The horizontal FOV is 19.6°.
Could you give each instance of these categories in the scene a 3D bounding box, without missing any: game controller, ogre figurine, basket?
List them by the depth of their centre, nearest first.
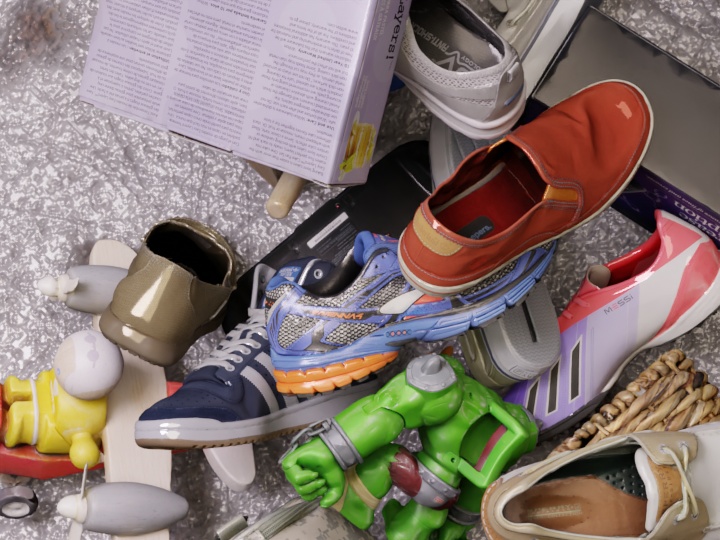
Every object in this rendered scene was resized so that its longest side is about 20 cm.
[{"bbox_3d":[0.187,0.156,1.310,0.143,0.200,0.149,-41,82,-5],"label":"basket"},{"bbox_3d":[0.044,0.117,1.322,0.120,0.098,0.200,-45,123,9],"label":"ogre figurine"},{"bbox_3d":[0.000,0.000,1.430,0.200,0.042,0.104,-40,67,-4],"label":"game controller"}]

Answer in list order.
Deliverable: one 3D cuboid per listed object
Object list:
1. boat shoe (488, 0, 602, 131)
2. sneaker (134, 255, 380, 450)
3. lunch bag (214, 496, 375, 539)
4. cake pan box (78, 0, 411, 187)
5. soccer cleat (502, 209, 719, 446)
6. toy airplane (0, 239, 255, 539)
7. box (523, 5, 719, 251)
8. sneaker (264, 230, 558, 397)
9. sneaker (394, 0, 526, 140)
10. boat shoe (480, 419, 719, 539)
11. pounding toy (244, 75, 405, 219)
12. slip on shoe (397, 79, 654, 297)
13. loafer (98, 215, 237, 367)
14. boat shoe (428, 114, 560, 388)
[{"bbox_3d":[0.113,-0.186,1.437,0.086,0.075,0.203,32,93,9],"label":"boat shoe"},{"bbox_3d":[-0.068,0.050,1.319,0.070,0.199,0.109,-3,94,43],"label":"sneaker"},{"bbox_3d":[-0.023,0.246,1.322,0.139,0.168,0.200,-35,82,-3],"label":"lunch bag"},{"bbox_3d":[-0.067,-0.164,1.235,0.199,0.052,0.185,19,101,26],"label":"cake pan box"},{"bbox_3d":[0.151,0.039,1.369,0.200,0.068,0.073,-40,111,21],"label":"soccer cleat"},{"bbox_3d":[-0.158,0.088,1.364,0.199,0.141,0.199,32,63,22],"label":"toy airplane"},{"bbox_3d":[0.209,-0.073,1.375,0.199,0.141,0.079,33,84,7],"label":"box"},{"bbox_3d":[0.030,0.007,1.273,0.199,0.075,0.079,-25,101,-12],"label":"sneaker"},{"bbox_3d":[0.020,-0.163,1.256,0.199,0.082,0.075,31,70,6],"label":"sneaker"},{"bbox_3d":[0.167,0.127,1.181,0.199,0.068,0.075,-14,80,1],"label":"boat shoe"},{"bbox_3d":[-0.033,-0.130,1.364,0.142,0.200,0.184,43,85,7],"label":"pounding toy"},{"bbox_3d":[0.105,-0.057,1.253,0.200,0.061,0.074,-34,69,-25],"label":"slip on shoe"},{"bbox_3d":[-0.112,0.002,1.351,0.076,0.200,0.068,31,108,-6],"label":"loafer"},{"bbox_3d":[0.075,-0.019,1.372,0.072,0.062,0.201,2,68,-37],"label":"boat shoe"}]
